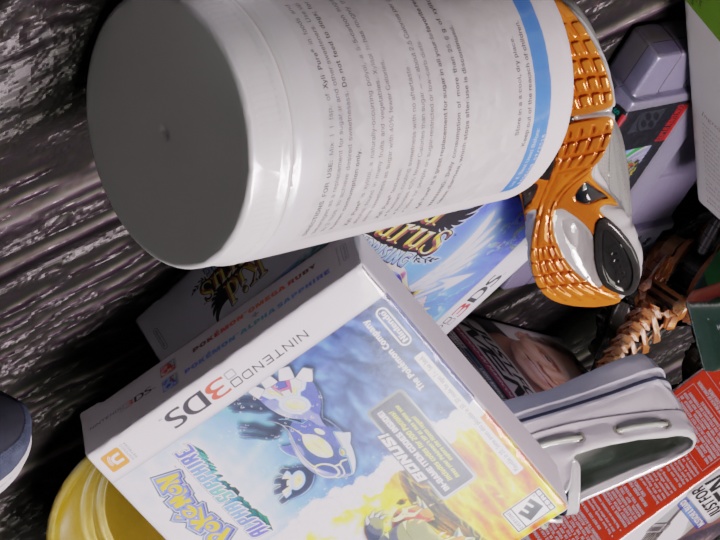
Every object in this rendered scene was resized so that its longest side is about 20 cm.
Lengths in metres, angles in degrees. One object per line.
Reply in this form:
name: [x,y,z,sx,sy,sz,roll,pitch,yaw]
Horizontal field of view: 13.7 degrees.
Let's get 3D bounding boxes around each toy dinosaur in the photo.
toy dinosaur: [0.196,0.014,1.865,0.199,0.102,0.136,-16,142,-33]

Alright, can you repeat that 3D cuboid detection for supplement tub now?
supplement tub: [-0.011,-0.081,1.389,0.199,0.132,0.132,-13,148,-39]

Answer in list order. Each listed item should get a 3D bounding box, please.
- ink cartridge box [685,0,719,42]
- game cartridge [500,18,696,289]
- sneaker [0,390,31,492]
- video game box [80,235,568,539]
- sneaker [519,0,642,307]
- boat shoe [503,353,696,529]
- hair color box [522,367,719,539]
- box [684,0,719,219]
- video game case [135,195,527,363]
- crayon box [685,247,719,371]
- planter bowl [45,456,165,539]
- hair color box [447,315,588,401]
ink cartridge box: [0.228,-0.223,1.508,0.147,0.076,0.200,-30,149,-11]
game cartridge: [0.162,-0.069,1.743,0.129,0.038,0.200,-18,150,-42]
sneaker: [-0.217,0.057,1.437,0.202,0.077,0.146,-6,145,-44]
video game box: [-0.018,0.102,1.591,0.182,0.047,0.200,-34,119,14]
sneaker: [0.106,-0.079,1.616,0.075,0.092,0.201,-6,130,8]
boat shoe: [0.103,0.111,1.710,0.199,0.067,0.074,-27,148,-18]
hair color box: [0.177,0.143,1.857,0.200,0.064,0.111,-36,155,5]
box: [0.273,-0.108,1.669,0.152,0.106,0.200,-35,146,-15]
video game case: [0.000,0.000,1.646,0.181,0.046,0.200,-44,154,15]
crayon box: [0.289,-0.014,1.801,0.200,0.126,0.051,-51,130,-49]
planter bowl: [-0.074,0.134,1.697,0.199,0.084,0.201,2,126,2]
hair color box: [0.088,0.083,1.835,0.061,0.100,0.200,-46,153,16]
